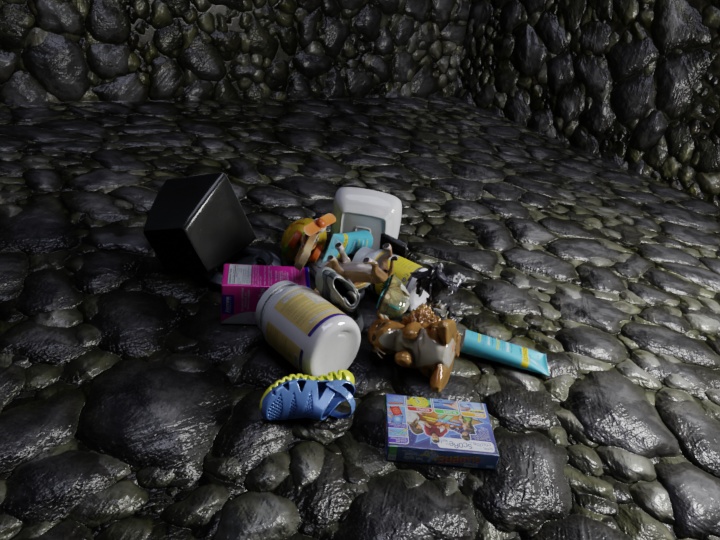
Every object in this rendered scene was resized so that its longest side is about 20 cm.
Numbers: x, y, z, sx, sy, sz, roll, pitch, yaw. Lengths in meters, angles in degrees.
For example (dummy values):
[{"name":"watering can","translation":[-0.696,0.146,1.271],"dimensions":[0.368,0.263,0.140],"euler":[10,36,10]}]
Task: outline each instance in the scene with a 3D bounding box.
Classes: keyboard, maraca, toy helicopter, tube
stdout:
[{"name":"keyboard","translation":[0.100,-0.045,1.576],"dimensions":[0.103,0.200,0.040],"euler":[32,75,10]},{"name":"maraca","translation":[-0.146,-0.076,1.595],"dimensions":[0.135,0.108,0.200],"euler":[-30,-3,1]},{"name":"toy helicopter","translation":[-0.116,-0.062,1.399],"dimensions":[0.078,0.133,0.201],"euler":[33,23,-10]},{"name":"tube","translation":[0.321,0.184,1.348],"dimensions":[0.196,0.051,0.078],"euler":[16,36,3]},{"name":"tube","translation":[-0.034,-0.068,1.540],"dimensions":[0.050,0.079,0.199],"euler":[28,21,22]}]

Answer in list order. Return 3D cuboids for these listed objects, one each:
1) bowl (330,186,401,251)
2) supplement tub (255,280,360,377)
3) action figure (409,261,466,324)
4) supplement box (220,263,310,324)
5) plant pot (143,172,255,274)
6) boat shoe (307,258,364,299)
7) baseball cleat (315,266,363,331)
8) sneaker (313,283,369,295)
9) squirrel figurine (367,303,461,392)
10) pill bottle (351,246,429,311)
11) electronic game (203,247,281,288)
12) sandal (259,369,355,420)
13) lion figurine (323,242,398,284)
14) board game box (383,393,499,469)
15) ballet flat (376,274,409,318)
[{"name":"bowl","translation":[0.009,-0.120,1.669],"dimensions":[0.195,0.203,0.075],"euler":[11,38,4]},{"name":"supplement tub","translation":[-0.111,0.120,1.237],"dimensions":[0.144,0.148,0.199],"euler":[-17,37,-39]},{"name":"action figure","translation":[0.177,0.044,1.389],"dimensions":[0.116,0.203,0.103],"euler":[9,42,21]},{"name":"supplement box","translation":[-0.216,0.055,1.376],"dimensions":[0.195,0.103,0.104],"euler":[3,28,-9]},{"name":"plant pot","translation":[-0.410,-0.098,1.492],"dimensions":[0.196,0.202,0.179],"euler":[-1,41,27]},{"name":"boat shoe","translation":[-0.058,0.002,1.553],"dimensions":[0.198,0.068,0.073],"euler":[29,34,34]},{"name":"baseball cleat","translation":[-0.031,0.082,1.289],"dimensions":[0.070,0.201,0.106],"euler":[-45,39,-16]},{"name":"sneaker","translation":[-0.051,0.058,1.423],"dimensions":[0.075,0.089,0.198],"euler":[37,45,26]},{"name":"squirrel figurine","translation":[0.113,0.149,1.293],"dimensions":[0.183,0.145,0.199],"euler":[8,12,23]},{"name":"pill bottle","translation":[0.075,0.014,1.520],"dimensions":[0.198,0.113,0.110],"euler":[26,33,32]},{"name":"electronic game","translation":[-0.299,-0.006,1.531],"dimensions":[0.195,0.042,0.201],"euler":[-1,27,0]},{"name":"sandal","translation":[-0.087,0.237,1.103],"dimensions":[0.196,0.081,0.087],"euler":[-8,36,-25]},{"name":"lion figurine","translation":[0.000,0.000,1.306],"dimensions":[0.196,0.124,0.073],"euler":[9,53,25]},{"name":"board game box","translation":[0.142,0.291,1.103],"dimensions":[0.195,0.035,0.136],"euler":[7,29,-3]},{"name":"ballet flat","translation":[0.074,0.058,1.285],"dimensions":[0.069,0.072,0.200],"euler":[10,11,5]}]
